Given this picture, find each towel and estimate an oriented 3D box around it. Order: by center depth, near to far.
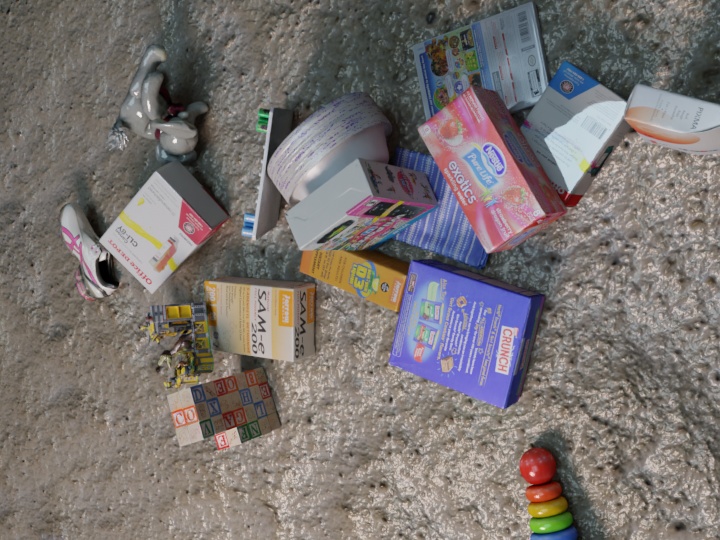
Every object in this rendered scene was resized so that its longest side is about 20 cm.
[{"bbox_3d":[0.122,-0.098,1.248,0.198,0.024,0.147,20,103,28],"label":"towel"}]

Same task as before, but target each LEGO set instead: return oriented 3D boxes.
[{"bbox_3d":[-0.341,0.135,1.437,0.200,0.114,0.156,161,105,-65],"label":"LEGO set"}]

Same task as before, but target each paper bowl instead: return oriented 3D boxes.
[{"bbox_3d":[-0.036,-0.169,1.232,0.200,0.200,0.105,-40,83,27],"label":"paper bowl"}]

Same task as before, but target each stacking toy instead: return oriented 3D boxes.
[{"bbox_3d":[0.274,0.361,1.171,0.084,0.085,0.203,-19,78,30],"label":"stacking toy"}]

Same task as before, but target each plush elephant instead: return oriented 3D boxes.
[{"bbox_3d":[-0.348,-0.277,1.451,0.165,0.153,0.202,-33,34,67],"label":"plush elephant"}]

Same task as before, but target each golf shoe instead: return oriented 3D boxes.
[{"bbox_3d":[-0.543,-0.044,1.626,0.091,0.072,0.203,-16,96,24],"label":"golf shoe"}]

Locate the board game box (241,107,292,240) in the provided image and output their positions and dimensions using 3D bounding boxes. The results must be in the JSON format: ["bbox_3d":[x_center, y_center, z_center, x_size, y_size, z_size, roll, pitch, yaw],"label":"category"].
[{"bbox_3d":[-0.150,-0.162,1.308,0.025,0.200,0.203,10,100,2],"label":"board game box"}]

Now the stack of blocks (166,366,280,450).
[{"bbox_3d":[-0.231,0.245,1.385,0.058,0.199,0.117,-21,83,29],"label":"stack of blocks"}]

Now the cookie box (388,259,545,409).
[{"bbox_3d":[0.158,0.091,1.212,0.198,0.075,0.174,19,103,28],"label":"cookie box"}]

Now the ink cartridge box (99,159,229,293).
[{"bbox_3d":[-0.362,-0.077,1.480,0.145,0.084,0.200,45,117,-5],"label":"ink cartridge box"}]

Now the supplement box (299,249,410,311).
[{"bbox_3d":[0.000,0.000,1.305,0.198,0.069,0.068,20,106,26],"label":"supplement box"}]

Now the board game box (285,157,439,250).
[{"bbox_3d":[0.006,-0.091,1.194,0.147,0.199,0.065,-32,75,29],"label":"board game box"}]

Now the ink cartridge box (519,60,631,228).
[{"bbox_3d":[0.280,-0.171,1.121,0.116,0.067,0.201,41,113,23],"label":"ink cartridge box"}]

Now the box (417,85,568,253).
[{"bbox_3d":[0.180,-0.136,1.091,0.102,0.094,0.202,-34,77,30],"label":"box"}]

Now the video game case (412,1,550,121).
[{"bbox_3d":[0.179,-0.296,1.200,0.198,0.018,0.146,-12,89,31],"label":"video game case"}]

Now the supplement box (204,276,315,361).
[{"bbox_3d":[-0.178,0.082,1.413,0.197,0.073,0.128,3,97,30],"label":"supplement box"}]

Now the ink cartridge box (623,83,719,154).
[{"bbox_3d":[0.433,-0.162,0.976,0.198,0.162,0.051,27,100,27],"label":"ink cartridge box"}]
